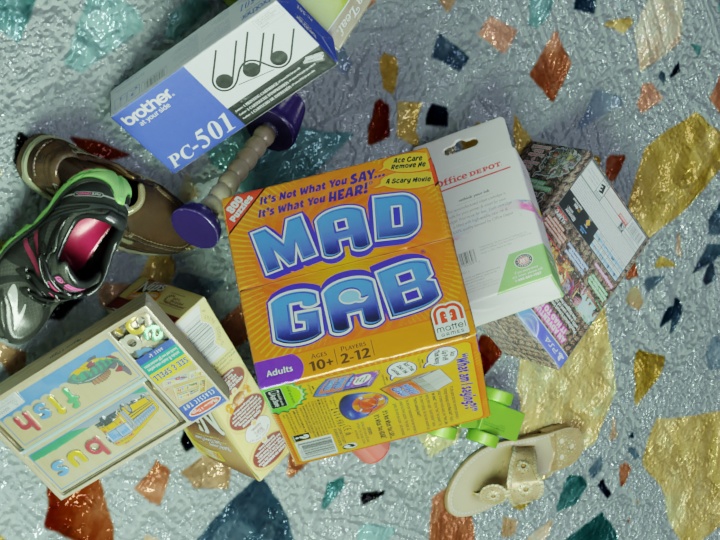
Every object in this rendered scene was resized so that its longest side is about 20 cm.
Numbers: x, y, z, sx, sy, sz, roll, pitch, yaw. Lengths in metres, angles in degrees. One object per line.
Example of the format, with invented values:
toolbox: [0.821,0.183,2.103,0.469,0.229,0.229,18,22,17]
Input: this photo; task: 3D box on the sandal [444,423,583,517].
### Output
sandal: [0.199,0.237,2.016,0.212,0.070,0.078,-21,112,-34]

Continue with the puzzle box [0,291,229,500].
puzzle box: [-0.239,0.120,1.587,0.200,0.025,0.133,-32,119,13]

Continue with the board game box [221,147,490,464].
board game box: [-0.001,0.038,1.619,0.200,0.200,0.200,-14,153,1]

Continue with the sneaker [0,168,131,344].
sneaker: [-0.276,-0.004,1.538,0.077,0.084,0.200,23,119,-30]

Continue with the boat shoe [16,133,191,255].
boat shoe: [-0.226,-0.062,1.604,0.202,0.075,0.075,25,84,-40]

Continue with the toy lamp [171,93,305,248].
toy lamp: [-0.113,-0.104,1.674,0.058,0.058,0.200,58,47,-31]

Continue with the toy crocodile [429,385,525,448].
toy crocodile: [0.115,0.159,1.945,0.200,0.062,0.068,16,89,-45]

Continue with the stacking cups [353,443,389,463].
stacking cups: [-0.034,0.132,1.819,0.061,0.060,0.200,-55,131,-16]

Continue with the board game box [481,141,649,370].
board game box: [0.211,-0.019,1.952,0.200,0.097,0.159,-53,126,-18]

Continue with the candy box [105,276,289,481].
candy box: [-0.156,0.105,1.671,0.055,0.115,0.200,-42,122,-23]

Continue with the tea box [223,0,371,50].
tea box: [-0.063,-0.350,1.635,0.197,0.134,0.200,43,73,-36]

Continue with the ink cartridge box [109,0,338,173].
ink cartridge box: [-0.129,-0.180,1.599,0.200,0.044,0.094,-32,129,20]

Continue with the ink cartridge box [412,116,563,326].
ink cartridge box: [0.134,-0.052,1.835,0.067,0.117,0.200,47,27,-61]
